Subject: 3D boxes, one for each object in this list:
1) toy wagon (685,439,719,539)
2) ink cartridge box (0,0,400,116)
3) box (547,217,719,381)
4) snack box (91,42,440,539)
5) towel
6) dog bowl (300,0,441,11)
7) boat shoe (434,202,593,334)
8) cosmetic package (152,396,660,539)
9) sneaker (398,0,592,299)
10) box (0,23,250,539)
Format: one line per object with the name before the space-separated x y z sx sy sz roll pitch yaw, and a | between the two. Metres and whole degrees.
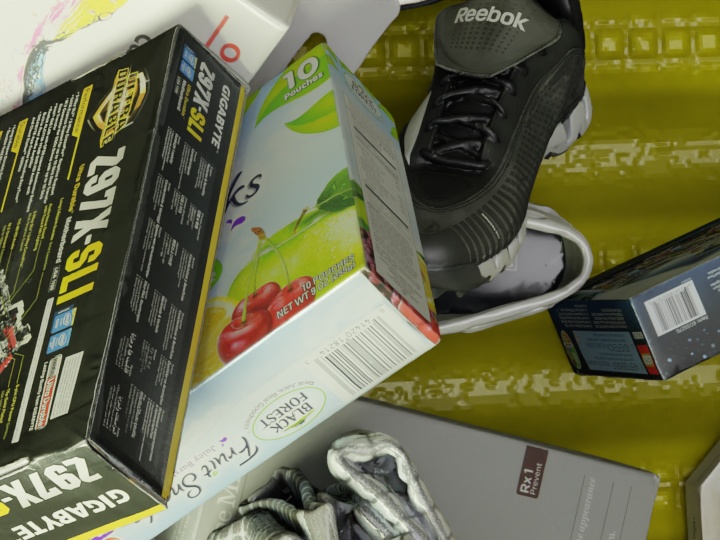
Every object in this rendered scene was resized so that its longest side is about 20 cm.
toy wagon | 0.245 0.121 1.232 0.198 0.040 0.156 -4 91 -12
ink cartridge box | -0.097 -0.107 1.100 0.199 0.068 0.117 31 129 -11
box | 0.188 -0.012 1.170 0.199 0.137 0.038 -25 93 -10
snack box | -0.069 0.022 1.055 0.199 0.143 0.053 -35 125 18
towel | 0.020 0.159 1.019 0.085 0.166 0.201 -31 91 -5
dog bowl | -0.004 -0.207 1.164 0.199 0.074 0.202 0 90 -12
boat shoe | 0.000 0.000 1.151 0.198 0.066 0.073 2 90 -14
cosmetic package | 0.012 0.109 1.153 0.199 0.090 0.108 13 88 -21
sneaker | 0.047 -0.065 1.115 0.066 0.200 0.091 11 122 17
box | -0.127 0.020 1.032 0.049 0.159 0.201 43 39 -35
